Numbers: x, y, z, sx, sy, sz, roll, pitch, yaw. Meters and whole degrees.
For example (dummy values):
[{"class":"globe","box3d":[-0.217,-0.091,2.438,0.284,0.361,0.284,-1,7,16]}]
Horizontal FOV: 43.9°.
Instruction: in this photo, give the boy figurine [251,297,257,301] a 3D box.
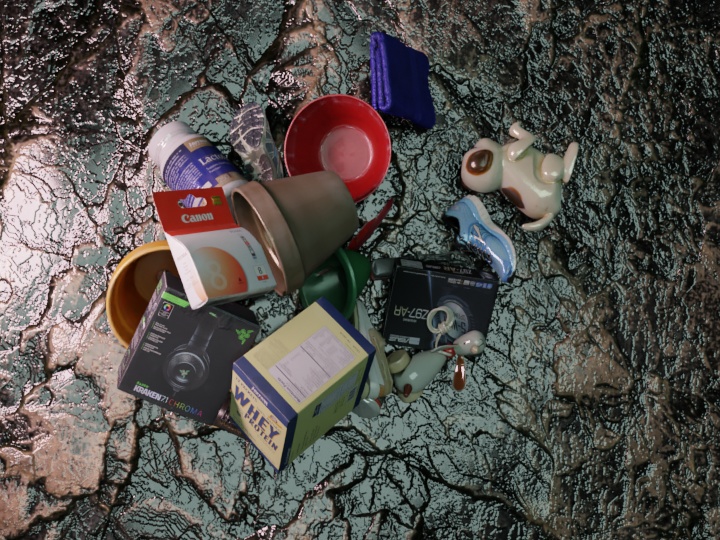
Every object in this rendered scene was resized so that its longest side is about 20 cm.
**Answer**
[{"class":"boy figurine","box3d":[-0.241,-0.041,1.662,0.124,0.064,0.200,-44,94,3]}]

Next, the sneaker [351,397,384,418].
[{"class":"sneaker","box3d":[-0.040,0.200,1.679,0.198,0.077,0.082,31,52,4]}]

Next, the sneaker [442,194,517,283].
[{"class":"sneaker","box3d":[0.221,-0.047,1.675,0.089,0.079,0.201,-24,56,-15]}]

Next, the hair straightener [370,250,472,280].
[{"class":"hair straightener","box3d":[0.117,-0.009,1.691,0.196,0.077,0.042,-1,77,-5]}]

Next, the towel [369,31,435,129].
[{"class":"towel","box3d":[0.075,-0.348,1.657,0.049,0.199,0.150,-10,84,28]}]

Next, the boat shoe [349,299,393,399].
[{"class":"boat shoe","box3d":[0.011,0.145,1.655,0.067,0.075,0.203,3,59,-21]}]

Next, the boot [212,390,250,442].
[{"class":"boot","box3d":[-0.230,0.262,1.609,0.197,0.138,0.079,20,85,-4]}]

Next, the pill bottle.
[{"class":"pill bottle","box3d":[-0.290,-0.172,1.613,0.116,0.116,0.200,-42,68,-6]}]

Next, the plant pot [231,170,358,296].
[{"class":"plant pot","box3d":[-0.102,-0.082,1.536,0.172,0.200,0.202,-26,90,-17]}]

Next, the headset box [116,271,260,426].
[{"class":"headset box","box3d":[-0.279,0.122,1.465,0.172,0.093,0.202,26,97,-20]}]

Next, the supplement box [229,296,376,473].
[{"class":"supplement box","box3d":[-0.100,0.192,1.494,0.199,0.201,0.134,-36,67,-30]}]

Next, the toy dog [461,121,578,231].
[{"class":"toy dog","box3d":[0.288,-0.180,1.696,0.197,0.140,0.197,18,82,2]}]

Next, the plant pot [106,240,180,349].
[{"class":"plant pot","box3d":[-0.342,0.034,1.572,0.197,0.183,0.204,-4,106,-13]}]

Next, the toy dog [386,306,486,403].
[{"class":"toy dog","box3d":[0.135,0.177,1.643,0.131,0.097,0.200,39,107,-17]}]

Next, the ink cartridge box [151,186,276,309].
[{"class":"ink cartridge box","box3d":[-0.233,-0.048,1.441,0.050,0.161,0.203,-25,82,38]}]

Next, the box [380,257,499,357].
[{"class":"box","box3d":[0.147,0.070,1.675,0.197,0.044,0.163,9,112,-6]}]

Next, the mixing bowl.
[{"class":"mixing bowl","box3d":[-0.035,-0.221,1.660,0.196,0.108,0.204,1,95,8]}]

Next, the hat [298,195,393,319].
[{"class":"hat","box3d":[0.000,0.000,1.682,0.174,0.201,0.166,-14,58,-41]}]

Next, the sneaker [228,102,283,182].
[{"class":"sneaker","box3d":[-0.190,-0.219,1.678,0.077,0.086,0.203,-19,67,16]}]
